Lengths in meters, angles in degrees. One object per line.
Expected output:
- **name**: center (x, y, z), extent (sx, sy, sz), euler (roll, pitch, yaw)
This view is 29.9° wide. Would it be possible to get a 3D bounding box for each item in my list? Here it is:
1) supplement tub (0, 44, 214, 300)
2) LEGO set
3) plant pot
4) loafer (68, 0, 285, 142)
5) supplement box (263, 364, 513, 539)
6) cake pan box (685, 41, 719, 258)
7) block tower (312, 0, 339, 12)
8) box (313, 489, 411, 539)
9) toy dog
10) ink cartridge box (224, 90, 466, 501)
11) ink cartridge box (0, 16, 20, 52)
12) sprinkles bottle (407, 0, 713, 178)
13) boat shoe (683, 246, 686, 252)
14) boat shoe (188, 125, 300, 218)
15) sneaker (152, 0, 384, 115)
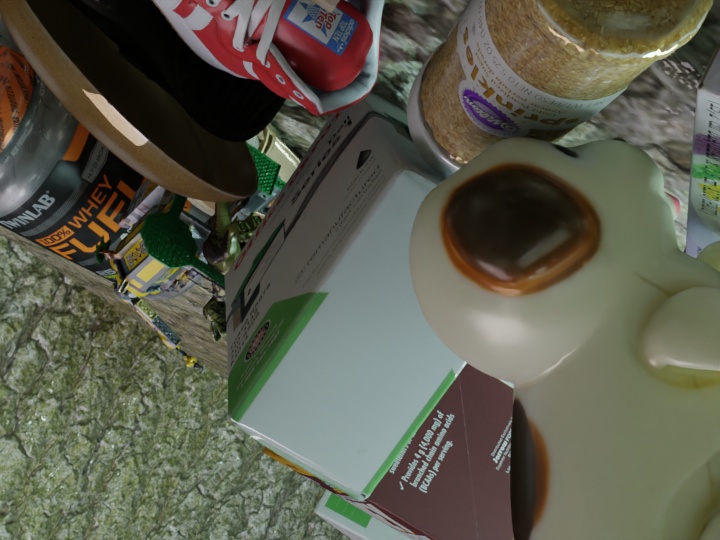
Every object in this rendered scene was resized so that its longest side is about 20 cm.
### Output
- **supplement tub**: center (-0.194, -0.069, 0.959), extent (0.200, 0.123, 0.122), euler (30, 171, -38)
- **LEGO set**: center (-0.084, 0.009, 0.870), extent (0.200, 0.154, 0.116), euler (27, 139, -26)
- **plant pot**: center (-0.134, -0.111, 0.750), extent (0.200, 0.027, 0.200), euler (46, -166, -15)
- **loafer**: center (-0.105, -0.143, 0.714), extent (0.071, 0.073, 0.200), euler (36, 173, 41)
- **supplement box**: center (0.071, 0.102, 1.001), extent (0.200, 0.198, 0.133), euler (32, 168, -11)
- **cake pan box**: center (0.215, -0.015, 0.502), extent (0.184, 0.052, 0.200), euler (24, 167, 17)
- **block tower**: center (-0.001, -0.145, 0.451), extent (0.054, 0.058, 0.200), euler (31, 171, -9)
- **box**: center (0.071, 0.324, 1.985), extent (0.171, 0.199, 0.200), euler (24, 168, 24)
- **toy dog**: center (0.093, 0.043, 0.509), extent (0.200, 0.194, 0.140), euler (63, -178, 0)
- **ink cartridge box**: center (0.000, 0.000, 0.695), extent (0.084, 0.146, 0.200), euler (32, -168, -16)
- **ink cartridge box**: center (-0.268, -0.178, 0.975), extent (0.094, 0.044, 0.200), euler (6, 156, 40)
- **sprinkles bottle**: center (0.067, -0.084, 0.517), extent (0.068, 0.068, 0.200), euler (30, 169, -3)
- **boat shoe**: center (0.240, 0.040, 0.621), extent (0.200, 0.073, 0.065), euler (26, 163, 18)
- **boat shoe**: center (-0.097, -0.085, 0.915), extent (0.200, 0.074, 0.069), euler (32, 165, -34)
- **sneaker**: center (-0.061, -0.135, 0.605), extent (0.112, 0.071, 0.200), euler (27, 177, 34)
